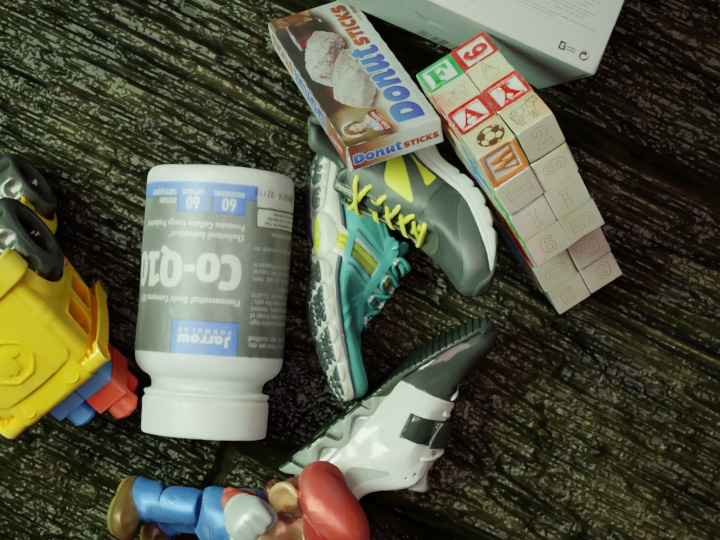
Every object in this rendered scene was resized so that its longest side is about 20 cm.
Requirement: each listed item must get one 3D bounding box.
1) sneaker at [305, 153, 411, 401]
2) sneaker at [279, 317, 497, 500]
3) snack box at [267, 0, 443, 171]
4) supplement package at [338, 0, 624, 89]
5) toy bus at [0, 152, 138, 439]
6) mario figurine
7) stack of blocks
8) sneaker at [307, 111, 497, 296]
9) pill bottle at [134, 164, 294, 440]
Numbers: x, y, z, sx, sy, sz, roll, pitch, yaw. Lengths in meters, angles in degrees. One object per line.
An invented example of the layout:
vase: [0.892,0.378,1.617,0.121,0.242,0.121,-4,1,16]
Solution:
sneaker: [0.000,0.000,1.214,0.079,0.078,0.201,3,79,-9]
sneaker: [0.040,0.119,1.214,0.200,0.074,0.089,-41,91,12]
snack box: [-0.007,-0.142,1.176,0.072,0.200,0.024,-18,129,-10]
supplement package: [0.105,-0.267,1.172,0.191,0.147,0.200,23,88,-11]
toy bus: [-0.248,0.031,1.195,0.136,0.200,0.192,-40,117,12]
mario figurine: [-0.088,0.200,1.171,0.199,0.123,0.106,-3,102,25]
stack of blocks: [0.122,-0.059,1.141,0.058,0.200,0.115,-32,43,1]
sneaker: [0.028,-0.053,1.170,0.084,0.075,0.200,-20,59,-22]
pill bottle: [-0.112,0.025,1.201,0.113,0.114,0.201,3,87,3]
